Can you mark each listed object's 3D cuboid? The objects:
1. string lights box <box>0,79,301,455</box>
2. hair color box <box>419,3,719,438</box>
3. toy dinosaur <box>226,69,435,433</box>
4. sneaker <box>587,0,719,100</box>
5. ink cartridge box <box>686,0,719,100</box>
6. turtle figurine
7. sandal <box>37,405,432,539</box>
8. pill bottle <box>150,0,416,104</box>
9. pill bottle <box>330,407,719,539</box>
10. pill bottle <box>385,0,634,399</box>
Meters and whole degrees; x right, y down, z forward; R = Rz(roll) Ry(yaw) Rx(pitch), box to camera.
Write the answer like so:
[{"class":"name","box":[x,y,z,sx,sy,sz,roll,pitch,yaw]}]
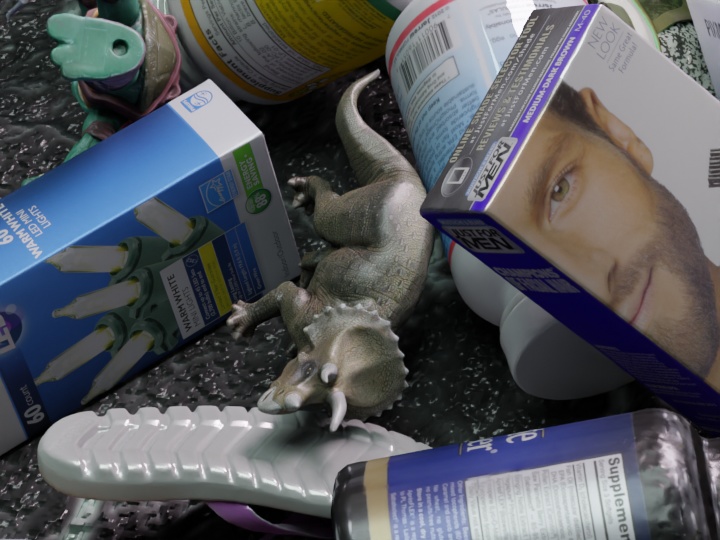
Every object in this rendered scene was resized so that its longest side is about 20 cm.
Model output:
[{"class":"string lights box","box":[-0.134,0.002,1.374,0.199,0.103,0.059,-32,46,-15]},{"class":"hair color box","box":[0.135,-0.016,1.220,0.110,0.200,0.065,-60,23,-13]},{"class":"toy dinosaur","box":[0.000,0.000,1.324,0.102,0.077,0.201,-1,56,42]},{"class":"sneaker","box":[0.155,-0.130,1.464,0.088,0.077,0.201,14,41,-13]},{"class":"ink cartridge box","box":[0.198,-0.126,1.290,0.043,0.175,0.200,-21,12,-6]},{"class":"turtle figurine","box":[-0.141,-0.111,1.422,0.100,0.200,0.151,-11,76,-14]},{"class":"sandal","box":[-0.049,0.100,1.286,0.201,0.050,0.083,7,26,3]},{"class":"pill bottle","box":[-0.031,-0.153,1.450,0.199,0.113,0.113,-24,31,42]},{"class":"pill bottle","box":[0.094,0.121,1.174,0.199,0.112,0.112,-11,43,6]},{"class":"pill bottle","box":[0.086,-0.043,1.332,0.108,0.109,0.201,-16,58,0]}]
